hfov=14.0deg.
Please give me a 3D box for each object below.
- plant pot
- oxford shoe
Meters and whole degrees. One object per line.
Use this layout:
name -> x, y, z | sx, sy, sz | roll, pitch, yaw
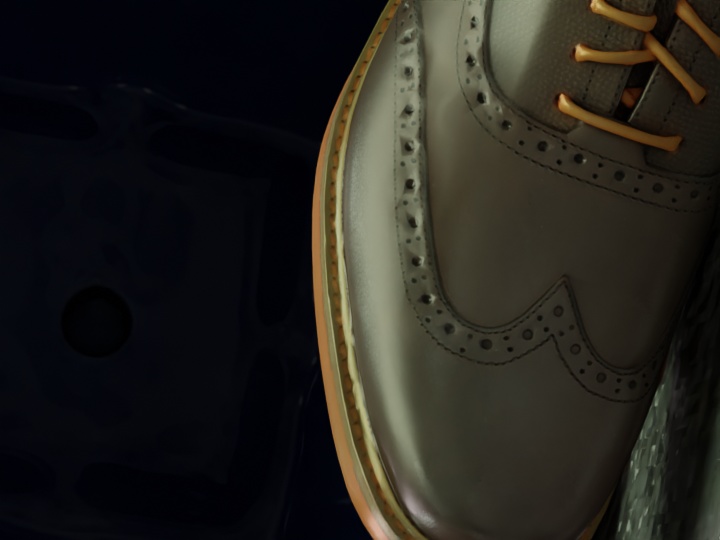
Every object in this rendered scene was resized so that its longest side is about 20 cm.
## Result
plant pot -> -0.058, -0.001, 0.637 | 0.180, 0.199, 0.201 | 133, 146, -77
oxford shoe -> 0.040, -0.042, 0.520 | 0.073, 0.071, 0.200 | 142, 141, -68
